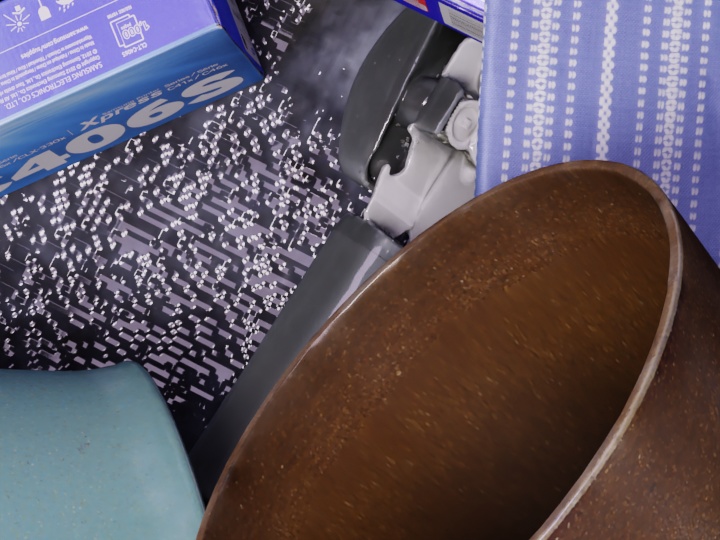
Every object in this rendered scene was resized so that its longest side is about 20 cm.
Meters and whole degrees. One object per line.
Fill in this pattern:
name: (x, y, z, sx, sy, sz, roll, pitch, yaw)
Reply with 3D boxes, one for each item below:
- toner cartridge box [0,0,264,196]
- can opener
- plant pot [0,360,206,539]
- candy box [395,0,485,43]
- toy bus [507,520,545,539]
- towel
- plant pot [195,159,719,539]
toner cartridge box: (-0.139, -0.057, 0.948, 0.199, 0.095, 0.043, -24, 80, 5)
can opener: (0.000, 0.000, 0.950, 0.066, 0.053, 0.201, 24, 83, 45)
plant pot: (-0.144, 0.120, 0.878, 0.187, 0.200, 0.202, -14, 80, -14)
candy box: (0.037, -0.196, 0.903, 0.168, 0.077, 0.201, 27, 90, 5)
toy bus: (0.055, 0.090, 0.890, 0.065, 0.078, 0.201, 28, 71, 11)
towel: (0.137, -0.069, 0.856, 0.198, 0.024, 0.146, 3, 90, -4)
plant pot: (0.082, 0.103, 0.770, 0.187, 0.187, 0.200, -48, 114, -1)
